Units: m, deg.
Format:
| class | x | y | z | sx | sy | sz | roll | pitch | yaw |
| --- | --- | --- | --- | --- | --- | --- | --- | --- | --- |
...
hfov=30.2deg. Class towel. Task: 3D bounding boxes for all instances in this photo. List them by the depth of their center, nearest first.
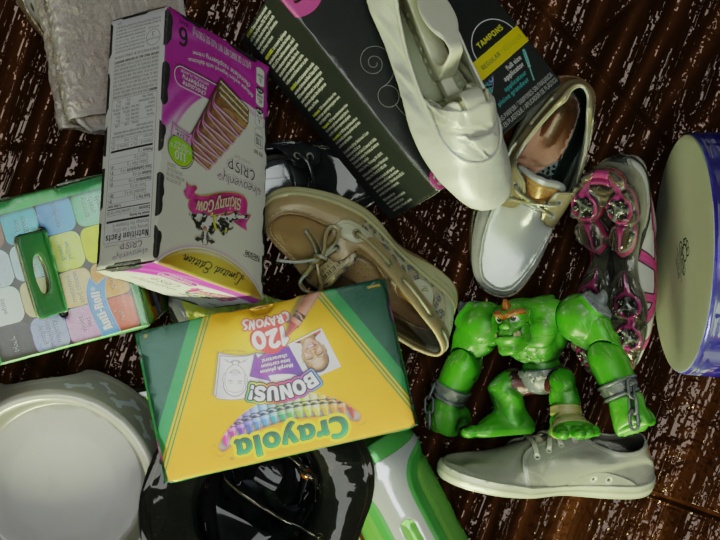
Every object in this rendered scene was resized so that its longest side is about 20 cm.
| class | x | y | z | sx | sy | sz | roll | pitch | yaw |
| --- | --- | --- | --- | --- | --- | --- | --- | --- | --- |
| towel | -0.200 | -0.205 | 1.077 | 0.132 | 0.034 | 0.201 | -6 | 80 | -45 |

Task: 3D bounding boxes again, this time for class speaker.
| class | x | y | z | sx | sy | sz | roll | pitch | yaw |
| --- | --- | --- | --- | --- | --- | --- | --- | --- | --- |
| speaker | 0.049 | 0.232 | 1.146 | 0.088 | 0.088 | 0.201 | -28 | 95 | -2 |

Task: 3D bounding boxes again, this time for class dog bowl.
| class | x | y | z | sx | sy | sz | roll | pitch | yaw |
| --- | --- | --- | --- | --- | --- | --- | --- | --- | --- |
| dog bowl | 0.300 | -0.013 | 1.091 | 0.078 | 0.200 | 0.202 | 1 | 93 | -1 |
| dog bowl | -0.250 | 0.181 | 1.102 | 0.199 | 0.059 | 0.201 | 0 | 95 | -3 |

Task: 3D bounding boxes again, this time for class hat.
| class | x | y | z | sx | sy | sz | roll | pitch | yaw |
| --- | --- | --- | --- | --- | --- | --- | --- | --- | --- |
| hat | -0.088 | 0.188 | 1.102 | 0.199 | 0.081 | 0.202 | 1 | 83 | -7 |

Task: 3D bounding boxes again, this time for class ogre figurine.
| class | x | y | z | sx | sy | sz | roll | pitch | yaw |
| --- | --- | --- | --- | --- | --- | --- | --- | --- | --- |
| ogre figurine | 0.143 | 0.080 | 1.123 | 0.098 | 0.200 | 0.121 | 0 | 85 | -37 |

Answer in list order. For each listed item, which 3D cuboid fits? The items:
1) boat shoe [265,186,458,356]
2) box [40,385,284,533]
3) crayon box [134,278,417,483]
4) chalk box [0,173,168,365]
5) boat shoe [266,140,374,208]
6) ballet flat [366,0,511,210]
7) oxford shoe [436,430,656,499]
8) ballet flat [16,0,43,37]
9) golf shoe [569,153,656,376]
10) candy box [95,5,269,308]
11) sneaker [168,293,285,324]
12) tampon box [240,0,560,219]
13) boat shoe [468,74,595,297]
| class | x | y | z | sx | sy | sz | roll | pitch | yaw |
| --- | --- | --- | --- | --- | --- | --- | --- | --- | --- |
| boat shoe | 0.000 | 0.000 | 1.112 | 0.199 | 0.063 | 0.073 | 30 | 129 | -18 |
| box | -0.165 | 0.152 | 1.153 | 0.199 | 0.035 | 0.111 | -11 | 94 | -3 |
| crayon box | -0.066 | 0.087 | 1.046 | 0.199 | 0.058 | 0.120 | -12 | 83 | -6 |
| chalk box | -0.233 | -0.004 | 1.056 | 0.123 | 0.200 | 0.125 | -14 | 95 | -3 |
| boat shoe | -0.067 | -0.073 | 1.129 | 0.198 | 0.066 | 0.075 | -2 | 93 | -4 |
| ballet flat | 0.063 | -0.140 | 0.986 | 0.069 | 0.069 | 0.201 | -24 | 90 | -2 |
| oxford shoe | 0.162 | 0.162 | 1.155 | 0.199 | 0.075 | 0.058 | 2 | 104 | -11 |
| ballet flat | -0.231 | -0.199 | 1.111 | 0.070 | 0.065 | 0.200 | -36 | 95 | 0 |
| golf shoe | 0.227 | -0.001 | 1.149 | 0.072 | 0.092 | 0.201 | 13 | 117 | 31 |
| candy box | -0.133 | -0.083 | 1.028 | 0.061 | 0.136 | 0.201 | -8 | 74 | 30 |
| sneaker | -0.063 | 0.048 | 1.122 | 0.199 | 0.076 | 0.077 | 21 | 133 | -13 |
| tampon box | 0.030 | -0.171 | 1.082 | 0.150 | 0.126 | 0.200 | -42 | 95 | -19 |
| boat shoe | 0.146 | -0.073 | 1.143 | 0.074 | 0.068 | 0.201 | 18 | 92 | -4 |
